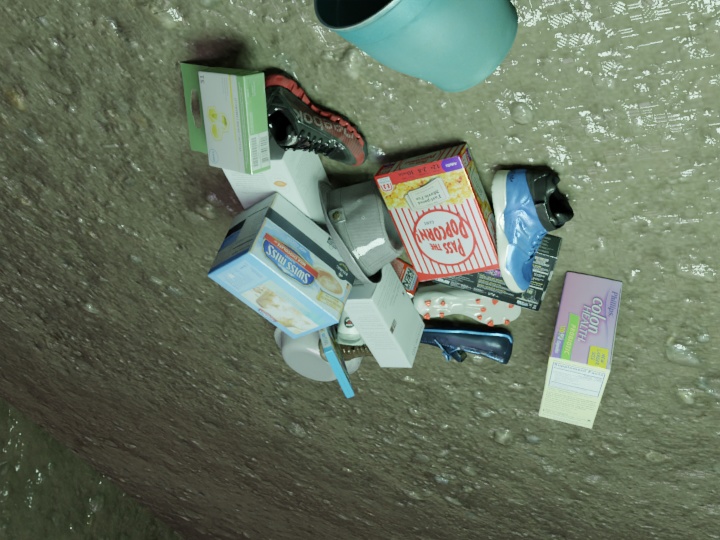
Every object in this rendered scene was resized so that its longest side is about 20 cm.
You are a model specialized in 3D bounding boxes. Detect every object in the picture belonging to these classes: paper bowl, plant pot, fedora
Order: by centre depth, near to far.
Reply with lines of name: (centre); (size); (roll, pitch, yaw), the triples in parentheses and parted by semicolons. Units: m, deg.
plant pot: (0.081, -0.315, 0.951); (0.199, 0.202, 0.187); (-15, 147, 42)
fedora: (0.012, -0.079, 1.337); (0.090, 0.201, 0.177); (-27, 138, 17)
paper bowl: (-0.091, 0.162, 1.764); (0.199, 0.105, 0.202); (16, 146, 11)

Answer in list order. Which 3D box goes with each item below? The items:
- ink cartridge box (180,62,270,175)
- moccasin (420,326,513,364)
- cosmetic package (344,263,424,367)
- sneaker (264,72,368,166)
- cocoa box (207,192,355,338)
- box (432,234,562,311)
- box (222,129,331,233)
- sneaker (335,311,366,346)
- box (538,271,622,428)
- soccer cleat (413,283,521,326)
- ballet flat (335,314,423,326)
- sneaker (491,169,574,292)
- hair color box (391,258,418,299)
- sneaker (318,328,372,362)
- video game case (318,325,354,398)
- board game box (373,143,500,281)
ink cartridge box: (-0.221, -0.234, 1.244); (0.199, 0.048, 0.147); (16, 119, 37)
moccasin: (0.194, 0.147, 1.587); (0.198, 0.069, 0.080); (4, -176, 27)
cosmetic package: (0.042, 0.077, 1.462); (0.073, 0.102, 0.201); (-3, 139, 30)
sneaker: (-0.077, -0.210, 1.252); (0.200, 0.099, 0.071); (34, 143, -19)
cocoa box: (-0.124, -0.003, 1.356); (0.200, 0.132, 0.133); (39, 141, -25)
box: (0.226, -0.016, 1.392); (0.198, 0.044, 0.161); (16, 145, 10)
box: (-0.132, -0.145, 1.371); (0.123, 0.098, 0.201); (4, 141, 24)
sneaker: (-0.008, 0.090, 1.550); (0.073, 0.090, 0.200); (2, 180, 0)
box: (0.374, 0.138, 1.399); (0.096, 0.177, 0.201); (12, 145, 14)
soccer cleat: (0.194, 0.054, 1.496); (0.197, 0.078, 0.070); (4, 120, -6)
ballet flat: (0.033, 0.086, 1.649); (0.198, 0.046, 0.068); (-2, 117, 24)
sneaker: (0.269, -0.057, 1.246); (0.110, 0.077, 0.202); (1, 113, 28)
hair color box: (0.000, 0.000, 1.526); (0.199, 0.064, 0.111); (31, 145, -10)
sneaker: (0.000, 0.142, 1.658); (0.075, 0.071, 0.199); (-21, 168, 38)
video game case: (-0.059, 0.117, 1.506); (0.018, 0.201, 0.144); (-20, 135, 1)
board game box: (0.129, -0.087, 1.291); (0.150, 0.046, 0.201); (-10, 118, 32)
